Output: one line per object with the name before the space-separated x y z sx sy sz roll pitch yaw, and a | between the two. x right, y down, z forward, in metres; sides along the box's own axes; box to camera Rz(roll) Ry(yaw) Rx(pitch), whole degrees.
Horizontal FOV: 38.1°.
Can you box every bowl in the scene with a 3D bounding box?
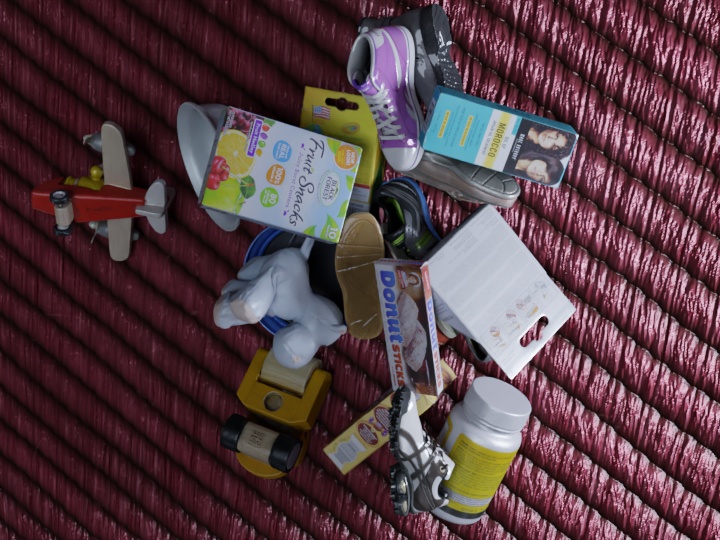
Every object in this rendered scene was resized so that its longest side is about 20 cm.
bowl | -0.087 0.017 1.625 0.200 0.039 0.201 6 106 21
bowl | -0.193 -0.168 1.567 0.201 0.090 0.202 48 151 38

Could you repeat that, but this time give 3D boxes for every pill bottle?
pill bottle | 0.169 0.266 1.550 0.114 0.114 0.201 29 113 12

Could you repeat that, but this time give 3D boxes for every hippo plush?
hippo plush | -0.106 0.053 1.567 0.200 0.159 0.161 -45 107 -15

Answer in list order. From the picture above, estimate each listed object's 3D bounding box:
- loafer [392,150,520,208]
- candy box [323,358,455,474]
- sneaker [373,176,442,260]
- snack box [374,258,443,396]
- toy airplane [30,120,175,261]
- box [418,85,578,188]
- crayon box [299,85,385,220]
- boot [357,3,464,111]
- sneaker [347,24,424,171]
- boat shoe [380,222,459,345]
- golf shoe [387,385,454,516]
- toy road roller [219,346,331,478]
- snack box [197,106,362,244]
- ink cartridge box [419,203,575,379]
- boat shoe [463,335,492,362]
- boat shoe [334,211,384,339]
loafer | 0.133 -0.135 1.489 0.200 0.072 0.063 30 130 18
candy box | 0.045 0.217 1.584 0.056 0.117 0.200 48 116 4
sneaker | 0.076 -0.039 1.504 0.071 0.083 0.200 -37 75 52
snack box | 0.068 0.079 1.439 0.072 0.024 0.201 5 117 28
toy airplane | -0.395 -0.125 1.671 0.200 0.141 0.199 -39 126 17
box | 0.186 -0.180 1.416 0.199 0.049 0.083 15 111 -9
crayon box | -0.028 -0.166 1.546 0.127 0.051 0.201 14 109 17
boot | 0.071 -0.270 1.480 0.131 0.070 0.201 -7 95 30
sneaker | 0.026 -0.227 1.417 0.072 0.114 0.201 -1 105 35
boat shoe | 0.072 0.025 1.550 0.062 0.071 0.200 -32 90 34
golf shoe | 0.086 0.254 1.488 0.094 0.078 0.201 -3 113 1
toy road roller | -0.128 0.234 1.673 0.122 0.146 0.201 19 73 16
snack box | -0.112 -0.131 1.456 0.199 0.053 0.143 16 87 -16
ink cartridge box | 0.183 0.030 1.463 0.200 0.162 0.057 52 154 -7
boat shoe | 0.170 0.037 1.514 0.073 0.065 0.201 -16 97 26
boat shoe | 0.000 0.000 1.525 0.073 0.069 0.201 0 117 0
